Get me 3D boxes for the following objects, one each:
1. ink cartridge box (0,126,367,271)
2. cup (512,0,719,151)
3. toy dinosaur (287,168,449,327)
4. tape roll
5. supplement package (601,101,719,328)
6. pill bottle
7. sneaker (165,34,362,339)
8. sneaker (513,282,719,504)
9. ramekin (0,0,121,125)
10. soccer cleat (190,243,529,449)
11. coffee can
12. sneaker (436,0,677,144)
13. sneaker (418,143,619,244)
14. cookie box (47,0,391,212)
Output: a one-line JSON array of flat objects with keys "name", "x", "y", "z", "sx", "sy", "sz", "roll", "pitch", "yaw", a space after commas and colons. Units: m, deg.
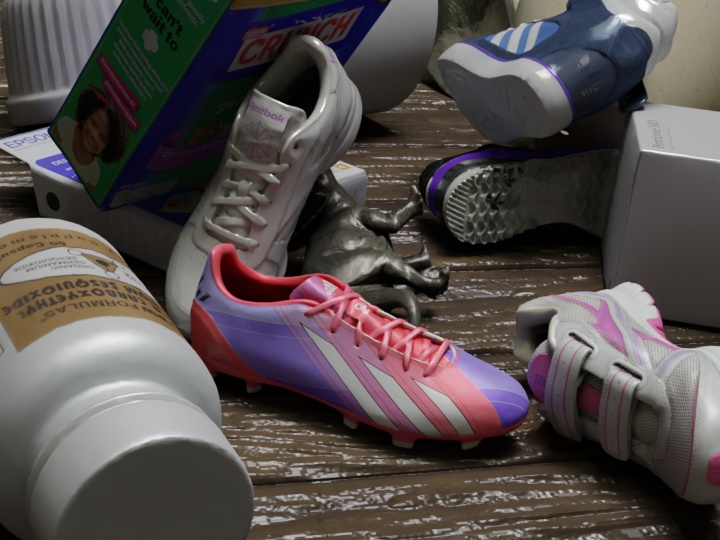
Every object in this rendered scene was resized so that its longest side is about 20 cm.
[{"name": "ink cartridge box", "x": -0.131, "y": -0.067, "z": 1.004, "sx": 0.199, "sy": 0.044, "sz": 0.198, "roll": 25, "pitch": 30, "yaw": 30}, {"name": "cup", "x": 0.204, "y": -0.142, "z": 1.119, "sx": 0.199, "sy": 0.201, "sz": 0.144, "roll": 13, "pitch": 49, "yaw": 14}, {"name": "toy dinosaur", "x": 0.000, "y": 0.000, "z": 0.882, "sx": 0.102, "sy": 0.077, "sz": 0.200, "roll": -12, "pitch": 43, "yaw": -4}, {"name": "tape roll", "x": -0.049, "y": -0.229, "z": 1.189, "sx": 0.139, "sy": 0.204, "sz": 0.202, "roll": -14, "pitch": 32, "yaw": -37}, {"name": "supplement package", "x": 0.276, "y": -0.033, "z": 0.946, "sx": 0.199, "sy": 0.120, "sz": 0.121, "roll": 8, "pitch": 24, "yaw": 3}, {"name": "pill bottle", "x": -0.128, "y": 0.064, "z": 0.634, "sx": 0.114, "sy": 0.115, "sz": 0.200, "roll": -7, "pitch": 28, "yaw": -27}, {"name": "sneaker", "x": -0.068, "y": -0.055, "z": 0.833, "sx": 0.075, "sy": 0.201, "sz": 0.100, "roll": 21, "pitch": -16, "yaw": 16}, {"name": "sneaker", "x": 0.140, "y": 0.068, "z": 0.751, "sx": 0.088, "sy": 0.082, "sz": 0.200, "roll": -1, "pitch": 17, "yaw": -15}, {"name": "ramekin", "x": -0.193, "y": -0.187, "z": 1.101, "sx": 0.199, "sy": 0.106, "sz": 0.200, "roll": -11, "pitch": 12, "yaw": 2}, {"name": "soccer cleat", "x": -0.002, "y": 0.042, "z": 0.761, "sx": 0.199, "sy": 0.077, "sz": 0.067, "roll": 14, "pitch": 25, "yaw": 16}, {"name": "coffee can", "x": 0.177, "y": -0.250, "z": 1.362, "sx": 0.199, "sy": 0.147, "sz": 0.146, "roll": -13, "pitch": 31, "yaw": -36}, {"name": "sneaker", "x": 0.154, "y": -0.164, "z": 1.025, "sx": 0.146, "sy": 0.081, "sz": 0.200, "roll": -34, "pitch": 18, "yaw": -10}, {"name": "sneaker", "x": 0.134, "y": -0.068, "z": 1.048, "sx": 0.199, "sy": 0.070, "sz": 0.099, "roll": -2, "pitch": 17, "yaw": -25}, {"name": "cookie box", "x": -0.084, "y": -0.142, "z": 0.883, "sx": 0.171, "sy": 0.200, "sz": 0.075, "roll": -22, "pitch": 69, "yaw": -48}]
